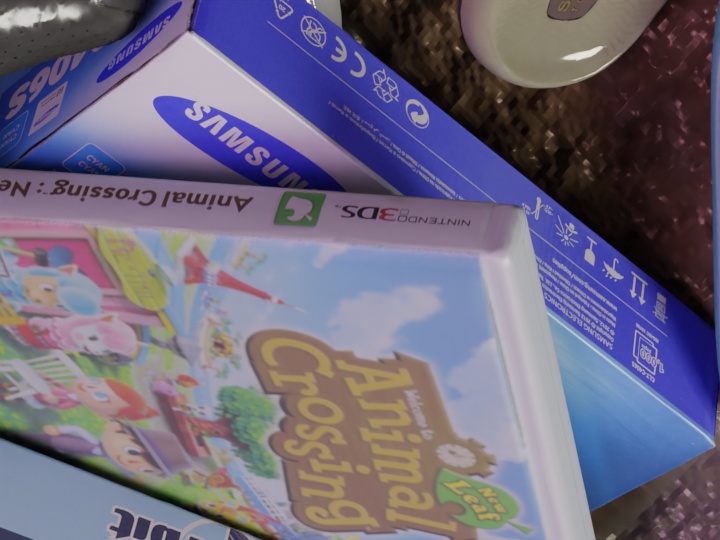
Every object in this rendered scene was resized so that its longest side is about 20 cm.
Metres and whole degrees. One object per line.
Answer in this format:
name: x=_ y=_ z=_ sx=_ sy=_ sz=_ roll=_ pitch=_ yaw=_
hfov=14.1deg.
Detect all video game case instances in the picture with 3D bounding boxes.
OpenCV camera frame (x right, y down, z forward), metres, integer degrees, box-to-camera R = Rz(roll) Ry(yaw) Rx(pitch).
video game case: x=-0.030 y=0.045 z=0.811 sx=0.181 sy=0.022 sz=0.200 roll=5 pitch=143 yaw=17

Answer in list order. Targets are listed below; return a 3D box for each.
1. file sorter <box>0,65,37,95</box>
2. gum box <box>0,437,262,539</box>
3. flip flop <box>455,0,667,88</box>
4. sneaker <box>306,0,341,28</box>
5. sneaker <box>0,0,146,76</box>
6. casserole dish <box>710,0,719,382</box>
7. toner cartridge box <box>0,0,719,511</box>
file sorter: x=-0.174 y=-0.044 z=0.877 sx=0.138 sy=0.122 sz=0.201 roll=22 pitch=122 yaw=38
gum box: x=-0.086 y=0.132 z=0.897 sx=0.169 sy=0.045 sz=0.200 roll=22 pitch=146 yaw=-10
flip flop: x=0.084 y=-0.112 z=0.727 sx=0.200 sy=0.081 sz=0.058 roll=-59 pitch=36 yaw=39
sneaker: x=-0.054 y=-0.039 z=0.851 sx=0.073 sy=0.085 sz=0.201 roll=10 pitch=115 yaw=29
sneaker: x=-0.150 y=-0.025 z=0.735 sx=0.199 sy=0.075 sz=0.116 roll=-5 pitch=91 yaw=-8
casserole dish: x=0.146 y=-0.013 z=0.771 sx=0.121 sy=0.039 sz=0.201 roll=9 pitch=115 yaw=27
toner cartridge box: x=0.000 y=0.000 z=0.805 sx=0.200 sy=0.043 sz=0.095 roll=37 pitch=131 yaw=-25
